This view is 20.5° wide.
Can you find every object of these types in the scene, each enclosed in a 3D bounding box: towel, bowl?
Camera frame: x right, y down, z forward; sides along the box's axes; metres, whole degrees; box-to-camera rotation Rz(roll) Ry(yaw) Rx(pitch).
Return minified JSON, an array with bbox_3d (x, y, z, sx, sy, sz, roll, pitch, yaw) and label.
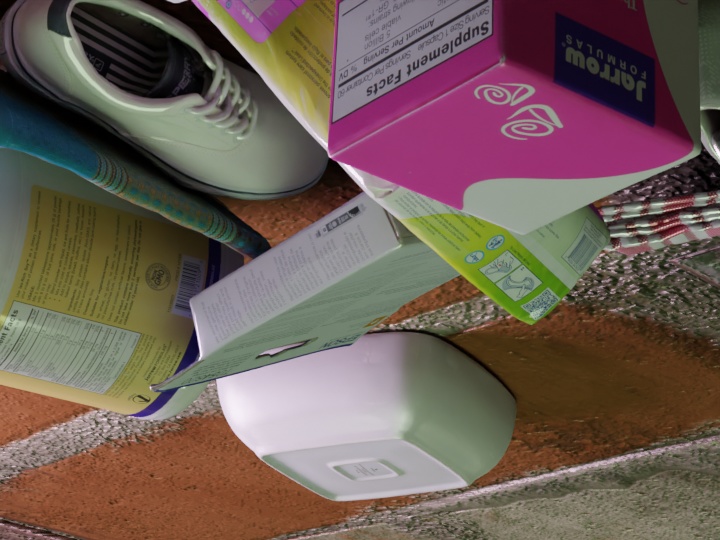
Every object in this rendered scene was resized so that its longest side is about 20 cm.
[{"bbox_3d":[-0.155,-0.068,1.058,0.200,0.022,0.147,27,-173,-43],"label":"towel"},{"bbox_3d":[0.228,-0.029,1.135,0.200,0.030,0.146,-7,177,23],"label":"towel"},{"bbox_3d":[0.005,0.119,1.521,0.199,0.075,0.200,-9,153,25],"label":"bowl"}]

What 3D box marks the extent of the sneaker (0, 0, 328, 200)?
[{"bbox_3d":[-0.091,-0.087,1.031,0.200,0.073,0.071,21,168,-33],"label":"sneaker"}]

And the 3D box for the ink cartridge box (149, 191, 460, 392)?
[{"bbox_3d":[0.000,0.000,1.137,0.200,0.041,0.200,-31,169,34],"label":"ink cartridge box"}]

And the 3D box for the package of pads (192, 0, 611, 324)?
[{"bbox_3d":[0.013,-0.081,0.902,0.068,0.200,0.154,-45,142,6],"label":"package of pads"}]

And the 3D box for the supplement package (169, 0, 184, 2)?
[{"bbox_3d":[-0.070,-0.182,0.704,0.156,0.111,0.200,19,170,-32],"label":"supplement package"}]

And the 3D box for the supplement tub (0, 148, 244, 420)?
[{"bbox_3d":[-0.185,0.000,1.170,0.200,0.146,0.145,16,154,-28],"label":"supplement tub"}]

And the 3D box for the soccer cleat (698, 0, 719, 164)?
[{"bbox_3d":[0.206,-0.075,1.017,0.070,0.086,0.200,-12,153,31],"label":"soccer cleat"}]

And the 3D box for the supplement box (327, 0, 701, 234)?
[{"bbox_3d":[0.059,-0.130,0.757,0.101,0.200,0.103,19,153,-34],"label":"supplement box"}]
